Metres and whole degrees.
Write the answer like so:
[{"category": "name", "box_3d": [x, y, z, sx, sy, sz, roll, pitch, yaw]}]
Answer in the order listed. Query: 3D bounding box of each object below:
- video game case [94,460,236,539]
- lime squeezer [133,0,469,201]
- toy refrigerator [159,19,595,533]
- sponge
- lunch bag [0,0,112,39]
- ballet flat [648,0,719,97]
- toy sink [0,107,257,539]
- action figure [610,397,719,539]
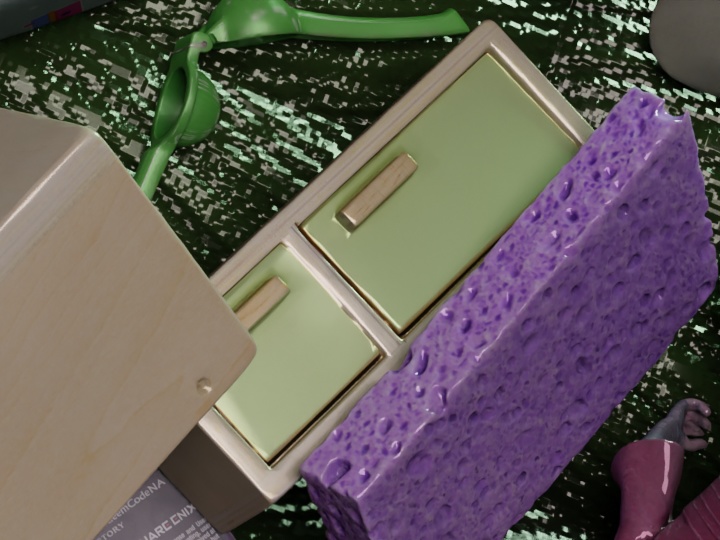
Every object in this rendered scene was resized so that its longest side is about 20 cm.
[{"category": "video game case", "box_3d": [-0.142, 0.082, 1.039, 0.143, 0.019, 0.200, -35, 88, -20]}, {"category": "lime squeezer", "box_3d": [-0.050, -0.062, 1.093, 0.200, 0.038, 0.071, -42, 120, -23]}, {"category": "toy refrigerator", "box_3d": [0.000, 0.000, 1.062, 0.076, 0.070, 0.200, 48, 65, -2]}, {"category": "sponge", "box_3d": [0.061, 0.037, 1.063, 0.030, 0.112, 0.200, 29, 66, 30]}, {"category": "lunch bag", "box_3d": [-0.147, -0.170, 1.062, 0.200, 0.077, 0.160, -23, 84, -20]}, {"category": "ballet flat", "box_3d": [0.216, -0.100, 1.130, 0.200, 0.064, 0.067, 0, 93, 1]}, {"category": "toy sink", "box_3d": [-0.153, 0.024, 0.969, 0.130, 0.200, 0.112, -49, 123, -21]}, {"category": "action figure", "box_3d": [0.155, 0.103, 1.052, 0.200, 0.149, 0.134, -44, 82, 12]}]
